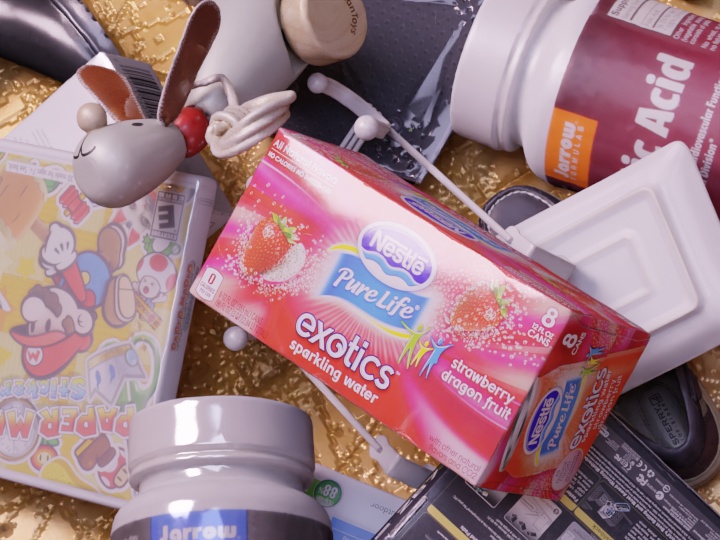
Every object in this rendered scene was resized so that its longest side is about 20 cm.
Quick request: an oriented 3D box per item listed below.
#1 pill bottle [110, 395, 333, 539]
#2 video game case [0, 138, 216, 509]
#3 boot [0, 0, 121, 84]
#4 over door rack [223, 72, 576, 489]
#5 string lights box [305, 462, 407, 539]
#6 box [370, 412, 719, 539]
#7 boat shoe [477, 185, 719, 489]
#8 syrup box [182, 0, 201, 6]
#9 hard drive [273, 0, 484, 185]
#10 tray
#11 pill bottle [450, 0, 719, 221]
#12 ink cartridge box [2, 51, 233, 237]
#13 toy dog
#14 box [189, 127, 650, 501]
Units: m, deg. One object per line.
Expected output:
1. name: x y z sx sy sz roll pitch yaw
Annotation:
1. pill bottle: -0.069 0.171 1.490 0.114 0.114 0.200 -4 71 8
2. video game case: -0.180 0.023 1.616 0.200 0.023 0.182 11 91 30
3. boot: -0.250 -0.102 1.703 0.200 0.066 0.165 -40 62 -9
4. over door rack: 0.000 0.000 1.580 0.200 0.067 0.148 41 104 37
5. string lights box: -0.038 0.207 1.565 0.103 0.059 0.200 21 76 14
6. box: 0.113 0.168 1.521 0.200 0.049 0.161 42 83 -2
7. boat shoe: 0.130 0.028 1.597 0.072 0.065 0.200 -31 69 -2
8. syrup box: -0.061 -0.256 1.719 0.200 0.081 0.079 -43 69 -8
9. hard drive: 0.020 -0.152 1.689 0.135 0.042 0.200 20 77 16
10. tray: 0.105 0.020 1.560 0.200 0.022 0.107 -29 74 29
11. pill bottle: 0.158 -0.087 1.607 0.200 0.114 0.114 20 75 15
12. ink cartridge box: -0.176 -0.018 1.661 0.200 0.050 0.109 -39 67 22
13. toy dog: -0.085 -0.119 1.571 0.132 0.200 0.096 -25 102 27
14. box: 0.028 0.021 1.473 0.200 0.095 0.100 33 99 30
